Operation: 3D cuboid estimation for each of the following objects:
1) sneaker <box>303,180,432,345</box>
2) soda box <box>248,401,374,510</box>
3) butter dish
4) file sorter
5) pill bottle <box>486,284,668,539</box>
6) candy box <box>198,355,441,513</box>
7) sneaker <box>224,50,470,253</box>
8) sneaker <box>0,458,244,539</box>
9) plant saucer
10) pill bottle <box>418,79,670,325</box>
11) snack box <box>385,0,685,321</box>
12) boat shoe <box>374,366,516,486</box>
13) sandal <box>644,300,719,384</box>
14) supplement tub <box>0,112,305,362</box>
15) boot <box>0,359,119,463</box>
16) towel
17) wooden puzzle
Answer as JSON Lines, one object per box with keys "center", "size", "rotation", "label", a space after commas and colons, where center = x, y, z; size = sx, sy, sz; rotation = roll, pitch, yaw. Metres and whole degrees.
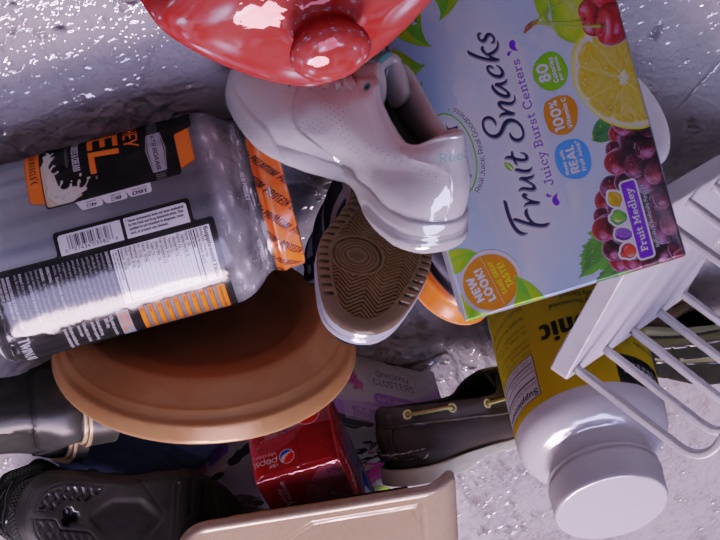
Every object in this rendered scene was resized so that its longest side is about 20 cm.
{"center": [0.000, 0.000, 1.411], "size": [0.069, 0.201, 0.109], "rotation": [14, 131, -6], "label": "sneaker"}
{"center": [-0.029, 0.161, 1.623], "size": [0.063, 0.070, 0.200], "rotation": [-16, 146, 5], "label": "soda box"}
{"center": [-0.030, -0.167, 1.210], "size": [0.198, 0.149, 0.200], "rotation": [18, 133, -40], "label": "butter dish"}
{"center": [0.247, 0.019, 1.507], "size": [0.200, 0.124, 0.139], "rotation": [-28, 150, -56], "label": "file sorter"}
{"center": [0.158, 0.086, 1.602], "size": [0.110, 0.201, 0.112], "rotation": [-7, 143, -5], "label": "pill bottle"}
{"center": [-0.055, 0.144, 1.716], "size": [0.167, 0.072, 0.200], "rotation": [14, 136, -37], "label": "candy box"}
{"center": [-0.002, -0.095, 1.315], "size": [0.075, 0.200, 0.089], "rotation": [-21, 133, -37], "label": "sneaker"}
{"center": [-0.181, 0.174, 1.617], "size": [0.198, 0.077, 0.114], "rotation": [7, 180, -39], "label": "sneaker"}
{"center": [-0.102, 0.041, 1.451], "size": [0.198, 0.201, 0.038], "rotation": [-8, 123, -13], "label": "plant saucer"}
{"center": [0.107, -0.048, 1.480], "size": [0.105, 0.107, 0.200], "rotation": [9, 140, -33], "label": "pill bottle"}
{"center": [0.101, -0.086, 1.351], "size": [0.141, 0.202, 0.053], "rotation": [-16, -175, 1], "label": "snack box"}
{"center": [0.094, 0.105, 1.668], "size": [0.200, 0.061, 0.071], "rotation": [-18, -172, -38], "label": "boat shoe"}
{"center": [0.234, 0.049, 1.727], "size": [0.199, 0.058, 0.080], "rotation": [-1, 152, 4], "label": "sandal"}
{"center": [-0.141, -0.025, 1.390], "size": [0.198, 0.123, 0.123], "rotation": [-15, 147, -3], "label": "supplement tub"}
{"center": [-0.251, 0.096, 1.516], "size": [0.137, 0.078, 0.200], "rotation": [-7, 170, -19], "label": "boot"}
{"center": [-0.138, 0.088, 1.610], "size": [0.111, 0.049, 0.200], "rotation": [28, 130, -22], "label": "towel"}
{"center": [-0.027, 0.206, 1.599], "size": [0.198, 0.037, 0.186], "rotation": [-13, 147, -5], "label": "wooden puzzle"}
